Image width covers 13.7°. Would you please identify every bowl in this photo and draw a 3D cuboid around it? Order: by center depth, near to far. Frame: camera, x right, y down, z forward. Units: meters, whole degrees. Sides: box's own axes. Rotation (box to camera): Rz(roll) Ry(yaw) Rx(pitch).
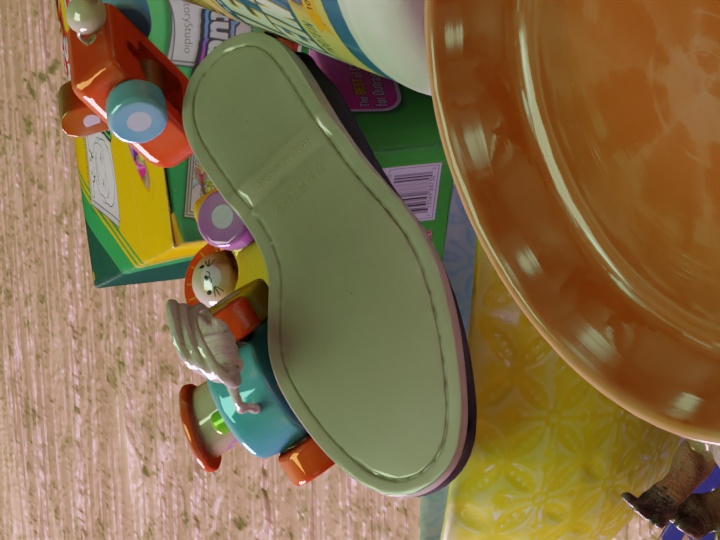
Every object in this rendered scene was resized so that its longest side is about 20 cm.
[{"bbox_3d":[0.084,0.028,1.129,0.200,0.107,0.201,-174,90,-88],"label":"bowl"}]

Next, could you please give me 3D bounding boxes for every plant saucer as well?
[{"bbox_3d":[0.094,-0.049,0.839,0.200,0.032,0.201,27,126,44],"label":"plant saucer"}]

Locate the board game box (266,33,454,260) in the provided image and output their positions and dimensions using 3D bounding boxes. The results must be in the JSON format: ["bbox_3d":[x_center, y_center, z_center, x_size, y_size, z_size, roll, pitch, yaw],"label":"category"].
[{"bbox_3d":[-0.014,-0.051,1.234,0.200,0.040,0.153,-113,23,-47],"label":"board game box"}]

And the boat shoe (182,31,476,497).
[{"bbox_3d":[0.000,0.000,1.067,0.073,0.063,0.200,-37,56,16],"label":"boat shoe"}]

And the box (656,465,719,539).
[{"bbox_3d":[0.187,0.088,1.109,0.121,0.032,0.200,51,141,25],"label":"box"}]

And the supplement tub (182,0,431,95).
[{"bbox_3d":[-0.009,-0.155,1.103,0.200,0.144,0.145,24,126,44],"label":"supplement tub"}]

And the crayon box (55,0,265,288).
[{"bbox_3d":[-0.088,-0.101,1.291,0.173,0.058,0.201,158,104,-74],"label":"crayon box"}]

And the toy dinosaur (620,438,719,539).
[{"bbox_3d":[0.163,0.049,1.001,0.086,0.200,0.136,39,96,20],"label":"toy dinosaur"}]

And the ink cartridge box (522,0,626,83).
[{"bbox_3d":[0.126,-0.092,0.877,0.200,0.084,0.145,47,138,28],"label":"ink cartridge box"}]

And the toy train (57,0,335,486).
[{"bbox_3d":[-0.067,-0.004,1.103,0.056,0.150,0.200,-32,45,17],"label":"toy train"}]
